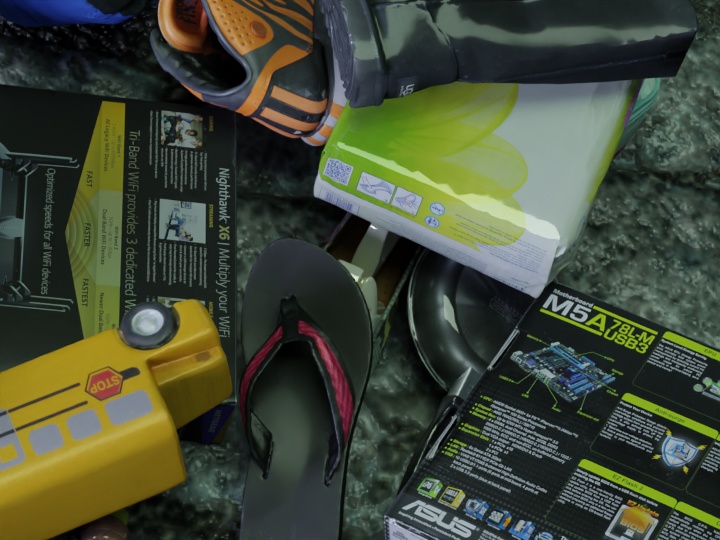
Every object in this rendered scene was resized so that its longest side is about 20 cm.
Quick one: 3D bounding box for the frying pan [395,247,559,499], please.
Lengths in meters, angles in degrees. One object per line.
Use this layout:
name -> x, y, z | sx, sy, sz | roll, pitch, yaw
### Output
frying pan -> 0.056, 0.047, 1.207 | 0.190, 0.031, 0.115 | -40, 98, -34

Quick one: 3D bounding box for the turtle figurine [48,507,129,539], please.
turtle figurine -> -0.137, 0.174, 1.075 | 0.198, 0.065, 0.162 | -9, 51, -2

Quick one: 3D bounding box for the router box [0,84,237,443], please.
router box -> -0.151, -0.006, 1.187 | 0.156, 0.052, 0.201 | 6, 58, -12

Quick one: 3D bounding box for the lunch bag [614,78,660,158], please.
lunch bag -> 0.082, -0.138, 1.313 | 0.160, 0.077, 0.200 | -35, 75, -29

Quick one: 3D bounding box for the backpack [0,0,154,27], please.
backpack -> -0.170, -0.243, 1.256 | 0.163, 0.167, 0.201 | 48, 55, -34

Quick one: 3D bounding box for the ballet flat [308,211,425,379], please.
ballet flat -> 0.000, 0.000, 1.213 | 0.069, 0.071, 0.201 | 27, 57, 4

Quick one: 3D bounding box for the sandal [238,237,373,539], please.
sandal -> -0.034, 0.078, 1.135 | 0.074, 0.045, 0.202 | 0, 76, 10

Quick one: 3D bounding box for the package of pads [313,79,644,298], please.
package of pads -> 0.079, -0.098, 1.205 | 0.154, 0.068, 0.201 | 24, 61, 3

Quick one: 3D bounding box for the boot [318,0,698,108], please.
boot -> 0.075, -0.177, 1.169 | 0.198, 0.066, 0.166 | -9, 72, -11

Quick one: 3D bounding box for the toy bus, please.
toy bus -> -0.158, 0.088, 1.061 | 0.199, 0.065, 0.079 | -22, 53, -13

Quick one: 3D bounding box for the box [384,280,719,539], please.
box -> 0.143, 0.115, 1.121 | 0.199, 0.048, 0.193 | 22, 51, 22

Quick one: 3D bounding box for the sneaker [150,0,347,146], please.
sneaker -> -0.071, -0.168, 1.258 | 0.111, 0.078, 0.201 | 17, 36, -30
